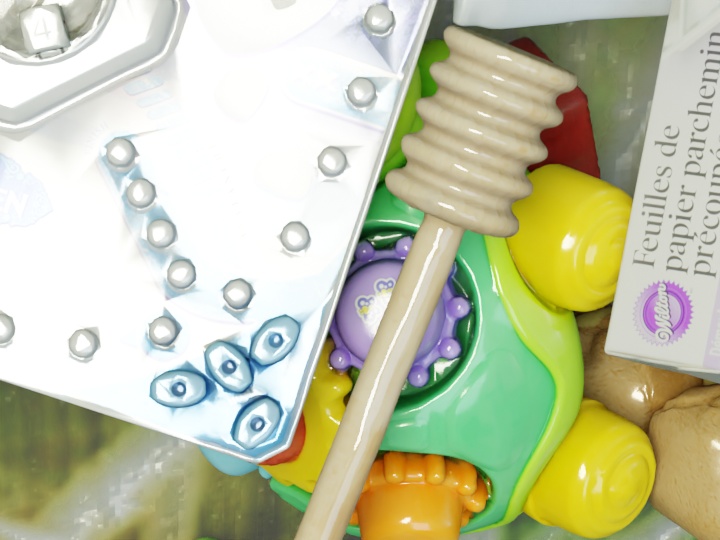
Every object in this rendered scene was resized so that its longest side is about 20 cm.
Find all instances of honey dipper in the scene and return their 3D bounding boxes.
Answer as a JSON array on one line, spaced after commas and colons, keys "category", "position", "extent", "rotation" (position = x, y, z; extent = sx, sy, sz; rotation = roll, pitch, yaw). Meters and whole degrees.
[{"category": "honey dipper", "position": [0.001, 0.034, 0.784], "extent": [0.038, 0.038, 0.200], "rotation": [19, 98, -30]}]

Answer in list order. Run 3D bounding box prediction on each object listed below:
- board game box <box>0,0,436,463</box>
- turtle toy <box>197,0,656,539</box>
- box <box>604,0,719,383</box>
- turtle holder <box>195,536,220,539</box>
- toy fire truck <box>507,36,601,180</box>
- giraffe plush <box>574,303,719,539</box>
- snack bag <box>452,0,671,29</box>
[{"category": "board game box", "position": [-0.084, -0.074, 0.769], "extent": [0.200, 0.026, 0.200], "rotation": [18, 88, 0]}, {"category": "turtle toy", "position": [0.000, 0.000, 0.857], "extent": [0.101, 0.146, 0.200], "rotation": [-28, 125, -34]}, {"category": "box", "position": [0.109, -0.069, 0.825], "extent": [0.041, 0.039, 0.200], "rotation": [18, 83, -59]}, {"category": "turtle holder", "position": [0.001, 0.183, 0.974], "extent": [0.132, 0.141, 0.186], "rotation": [-19, 134, 7]}, {"category": "toy fire truck", "position": [0.127, -0.015, 0.878], "extent": [0.141, 0.200, 0.049], "rotation": [-22, 130, -11]}, {"category": "giraffe plush", "position": [0.168, 0.027, 0.958], "extent": [0.200, 0.173, 0.162], "rotation": [34, 91, -40]}, {"category": "snack bag", "position": [0.104, -0.166, 0.856], "extent": [0.200, 0.021, 0.189], "rotation": [-6, 105, -37]}]
